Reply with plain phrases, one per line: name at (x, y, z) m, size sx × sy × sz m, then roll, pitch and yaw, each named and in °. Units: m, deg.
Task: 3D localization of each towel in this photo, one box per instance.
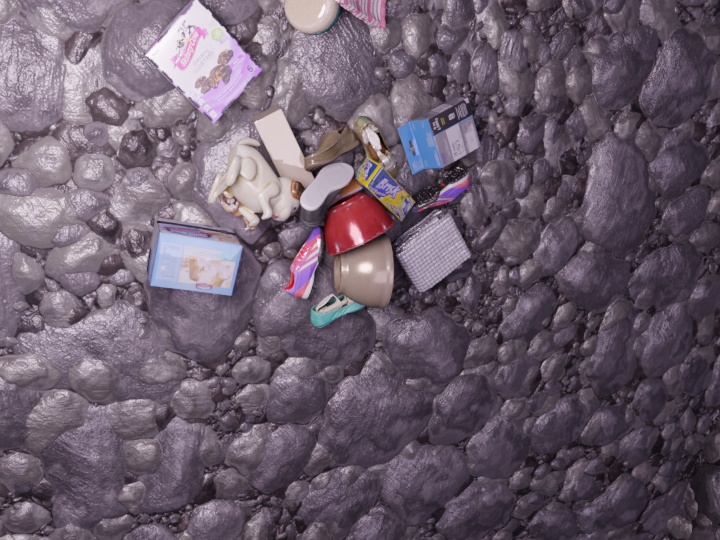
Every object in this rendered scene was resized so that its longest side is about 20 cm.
towel at (0.012, -0.659, 1.371) m, size 0.199 × 0.029 × 0.149 m, roll -2°, pitch 102°, yaw -59°
towel at (0.200, -0.060, 1.729) m, size 0.199 × 0.086 × 0.167 m, roll -38°, pitch 119°, yaw -4°

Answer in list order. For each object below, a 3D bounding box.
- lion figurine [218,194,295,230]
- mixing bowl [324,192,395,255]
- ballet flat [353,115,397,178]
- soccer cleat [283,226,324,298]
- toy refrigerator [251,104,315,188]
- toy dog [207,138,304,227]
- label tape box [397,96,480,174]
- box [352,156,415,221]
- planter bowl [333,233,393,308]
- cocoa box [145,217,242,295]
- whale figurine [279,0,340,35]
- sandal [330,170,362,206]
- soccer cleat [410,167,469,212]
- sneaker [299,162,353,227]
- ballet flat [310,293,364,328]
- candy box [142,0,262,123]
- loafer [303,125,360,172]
lion figurine at (-0.253, -0.176, 1.494) m, size 0.198 × 0.072 × 0.125 m, roll -24°, pitch 106°, yaw -30°
mixing bowl at (-0.020, -0.132, 1.551) m, size 0.198 × 0.200 × 0.110 m, roll -29°, pitch 102°, yaw -11°
ballet flat at (0.047, -0.313, 1.569) m, size 0.070 × 0.071 × 0.201 m, roll -37°, pitch 120°, yaw -7°
soccer cleat at (-0.149, -0.023, 1.597) m, size 0.072 × 0.068 × 0.203 m, roll 12°, pitch 106°, yaw -18°
toy refrigerator at (-0.188, -0.295, 1.470) m, size 0.075 × 0.070 × 0.202 m, roll -28°, pitch 118°, yaw -4°
toy dog at (-0.233, -0.192, 1.405) m, size 0.198 × 0.197 × 0.139 m, roll 29°, pitch 137°, yaw -28°
label tape box at (0.217, -0.362, 1.627) m, size 0.198 × 0.063 × 0.146 m, roll -30°, pitch 118°, yaw -11°
box at (0.065, -0.212, 1.580) m, size 0.070 × 0.064 × 0.199 m, roll -52°, pitch 141°, yaw 1°
planter bowl at (0.000, 0.000, 1.603) m, size 0.132 × 0.201 × 0.204 m, roll 0°, pitch 110°, yaw -14°
cocoa box at (-0.401, -0.033, 1.438) m, size 0.197 × 0.131 × 0.136 m, roll 9°, pitch 106°, yaw -26°
whale figurine at (-0.111, -0.641, 1.358) m, size 0.156 × 0.104 × 0.204 m, roll -10°, pitch 95°, yaw 20°
sandal at (-0.072, -0.220, 1.540) m, size 0.205 × 0.080 × 0.060 m, roll -29°, pitch 157°, yaw -19°
soccer cleat at (0.224, -0.211, 1.684) m, size 0.198 × 0.068 × 0.074 m, roll -34°, pitch 133°, yaw -8°
sneaker at (-0.089, -0.185, 1.470) m, size 0.200 × 0.070 × 0.100 m, roll -50°, pitch 170°, yaw -37°
ballet flat at (-0.053, 0.090, 1.679) m, size 0.198 × 0.067 × 0.071 m, roll -27°, pitch 127°, yaw -11°
candy box at (-0.349, -0.463, 1.327) m, size 0.168 × 0.072 × 0.200 m, roll -47°, pitch 121°, yaw -1°
loafer at (-0.080, -0.304, 1.487) m, size 0.200 × 0.075 × 0.068 m, roll -41°, pitch 106°, yaw -46°
